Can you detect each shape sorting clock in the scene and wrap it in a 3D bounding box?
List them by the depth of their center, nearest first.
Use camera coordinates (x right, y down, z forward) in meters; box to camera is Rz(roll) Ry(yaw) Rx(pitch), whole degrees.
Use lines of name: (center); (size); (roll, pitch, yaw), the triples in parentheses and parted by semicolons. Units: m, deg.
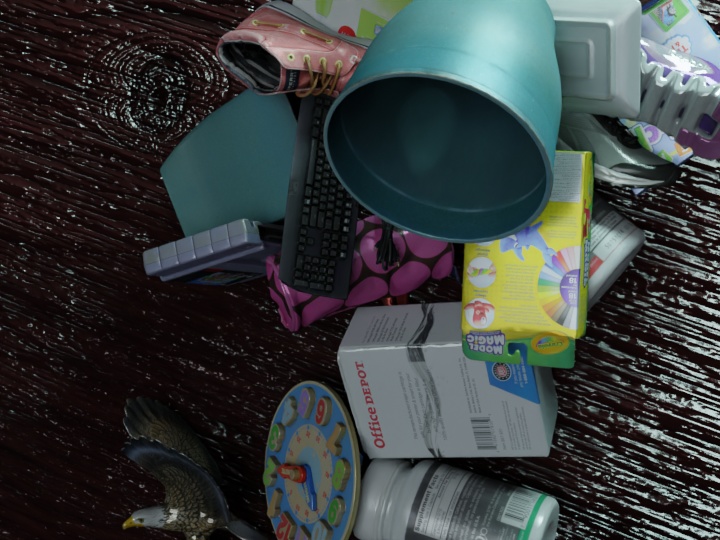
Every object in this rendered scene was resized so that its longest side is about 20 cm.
shape sorting clock: (-0.058, 0.221, 1.398); (0.200, 0.039, 0.202); (0, 90, 59)

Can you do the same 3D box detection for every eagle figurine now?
eagle figurine: (-0.201, 0.250, 1.447); (0.151, 0.151, 0.202); (3, 104, 32)

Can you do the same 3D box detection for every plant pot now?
plant pot: (0.091, -0.160, 1.126); (0.199, 0.189, 0.201); (14, 144, 11)
plant pot: (-0.106, -0.110, 1.381); (0.199, 0.141, 0.142); (-24, 87, 28)

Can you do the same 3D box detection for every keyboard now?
keyboard: (-0.011, -0.070, 1.269); (0.126, 0.021, 0.202); (11, 79, -22)

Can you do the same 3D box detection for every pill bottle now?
pill bottle: (0.175, -0.055, 1.286); (0.200, 0.114, 0.114); (42, 108, 12)
pill bottle: (0.100, 0.266, 1.351); (0.199, 0.113, 0.114); (15, 101, 20)

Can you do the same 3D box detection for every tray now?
tray: (0.170, -0.203, 1.207); (0.199, 0.022, 0.108); (12, 115, 38)

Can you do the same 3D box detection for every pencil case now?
pencil case: (0.000, 0.000, 1.325); (0.094, 0.199, 0.091); (96, 151, -51)

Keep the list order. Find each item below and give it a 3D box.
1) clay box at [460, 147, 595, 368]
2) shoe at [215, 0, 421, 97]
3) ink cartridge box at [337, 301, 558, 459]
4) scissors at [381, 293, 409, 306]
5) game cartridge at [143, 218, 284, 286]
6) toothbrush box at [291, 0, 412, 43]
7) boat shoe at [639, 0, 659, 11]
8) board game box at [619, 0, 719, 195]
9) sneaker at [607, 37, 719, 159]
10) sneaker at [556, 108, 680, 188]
clay box: (0.157, -0.013, 1.210); (0.114, 0.048, 0.202); (4, 96, 21)
shoe: (-0.040, -0.190, 1.238); (0.199, 0.091, 0.072); (29, 135, 17)
ink cartridge box: (0.092, 0.113, 1.323); (0.198, 0.084, 0.146); (-4, 121, 19)
scissors: (0.049, 0.053, 1.401); (0.073, 0.014, 0.201); (-24, 86, 22)
game cartridge: (-0.127, -0.015, 1.364); (0.129, 0.200, 0.039); (-21, 79, 22)
toothbrush box: (0.017, -0.277, 1.261); (0.145, 0.086, 0.201); (29, 134, 17)
boat shoe: (0.223, -0.272, 1.228); (0.199, 0.072, 0.073); (-23, 86, 24)
board game box: (0.280, -0.200, 1.271); (0.151, 0.037, 0.201); (-37, 82, 21)
sneaker: (0.279, -0.181, 1.207); (0.199, 0.088, 0.081); (32, 131, 13)
sneaker: (0.221, -0.139, 1.243); (0.199, 0.074, 0.080); (32, 113, 23)
